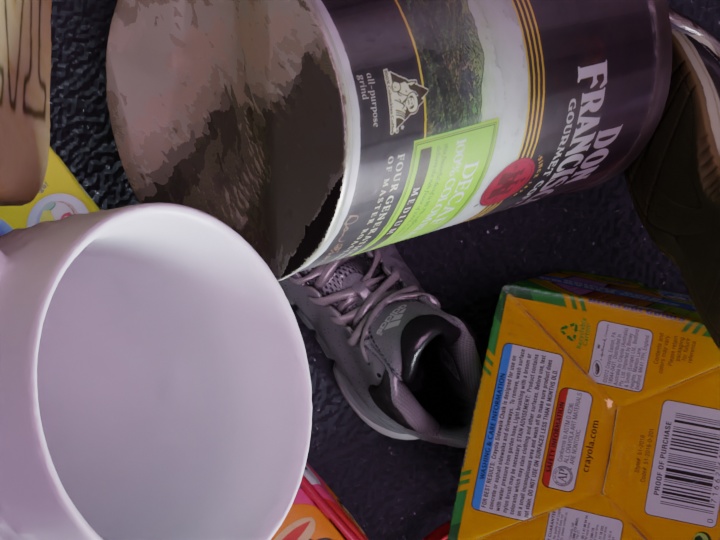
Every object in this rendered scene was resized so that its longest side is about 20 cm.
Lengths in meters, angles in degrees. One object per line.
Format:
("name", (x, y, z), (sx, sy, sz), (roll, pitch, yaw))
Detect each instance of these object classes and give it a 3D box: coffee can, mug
("coffee can", (0.014, -0.086, 1.096), (0.200, 0.146, 0.147), (-17, 106, -42))
("mug", (-0.147, 0.041, 1.022), (0.200, 0.175, 0.148), (46, 52, -32))

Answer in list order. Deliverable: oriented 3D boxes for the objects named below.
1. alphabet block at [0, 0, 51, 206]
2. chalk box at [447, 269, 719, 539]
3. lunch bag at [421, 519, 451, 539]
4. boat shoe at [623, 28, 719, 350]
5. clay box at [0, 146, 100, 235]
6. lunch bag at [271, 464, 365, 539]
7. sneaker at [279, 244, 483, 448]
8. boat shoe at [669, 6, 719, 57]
("alphabet block", (-0.226, -0.126, 0.978), (0.195, 0.200, 0.197), (3, 89, 5))
("chalk box", (0.129, 0.072, 1.194), (0.124, 0.200, 0.125), (12, 94, 13))
("lunch bag", (0.068, 0.205, 1.239), (0.200, 0.082, 0.177), (-7, 96, -15))
("boat shoe", (0.167, -0.030, 1.113), (0.066, 0.201, 0.072), (6, 128, -20))
("clay box", (-0.179, -0.017, 1.133), (0.115, 0.048, 0.200), (-38, 108, -7))
("lunch bag", (-0.082, 0.169, 1.138), (0.200, 0.082, 0.176), (-41, 81, -4))
("sneaker", (0.000, 0.000, 1.160), (0.075, 0.115, 0.200), (-40, 109, -8))
("boat shoe", (0.173, -0.069, 1.235), (0.200, 0.076, 0.072), (28, 99, -17))
